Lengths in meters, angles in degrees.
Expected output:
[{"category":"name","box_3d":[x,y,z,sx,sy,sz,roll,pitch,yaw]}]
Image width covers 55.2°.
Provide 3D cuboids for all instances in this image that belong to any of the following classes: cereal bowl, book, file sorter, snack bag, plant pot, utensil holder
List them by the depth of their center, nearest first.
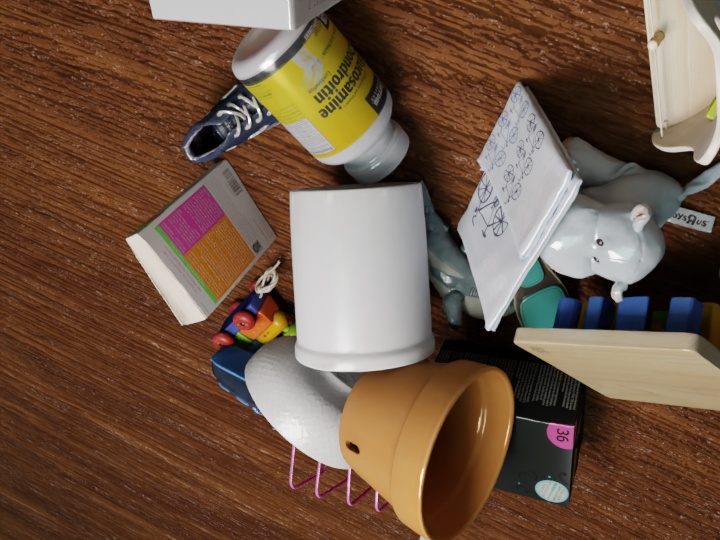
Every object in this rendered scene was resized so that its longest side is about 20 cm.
[{"category":"snack bag","box_3d":[0.151,-0.068,0.723,0.021,0.189,0.201,10,129,-15]},{"category":"plant pot","box_3d":[0.069,0.189,0.796,0.140,0.200,0.201,15,131,37]},{"category":"utensil holder","box_3d":[0.000,0.000,0.818,0.169,0.170,0.201,1,101,26]},{"category":"cereal bowl","box_3d":[-0.047,0.155,0.899,0.200,0.200,0.083,40,102,-5]},{"category":"book","box_3d":[-0.199,-0.044,0.903,0.048,0.200,0.134,-16,115,35]},{"category":"file sorter","box_3d":[0.008,0.283,1.048,0.199,0.139,0.126,6,91,23]}]

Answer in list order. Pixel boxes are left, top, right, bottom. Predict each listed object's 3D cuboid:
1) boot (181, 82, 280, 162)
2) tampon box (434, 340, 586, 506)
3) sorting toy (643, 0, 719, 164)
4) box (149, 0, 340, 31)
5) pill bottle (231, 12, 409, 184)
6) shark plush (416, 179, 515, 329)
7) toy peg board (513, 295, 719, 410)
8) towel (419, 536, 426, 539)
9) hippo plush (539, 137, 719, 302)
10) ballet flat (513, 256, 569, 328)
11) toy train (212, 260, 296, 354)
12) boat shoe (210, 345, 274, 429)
[{"category":"boot","box_3d":[-0.130,-0.193,0.832,0.200,0.090,0.073,-28,108,38]},{"category":"tampon box","box_3d":[0.194,0.201,0.931,0.199,0.126,0.151,7,126,23]},{"category":"sorting toy","box_3d":[0.285,-0.179,0.571,0.106,0.180,0.201,-3,122,29]},{"category":"box","box_3d":[-0.089,-0.312,0.651,0.152,0.200,0.107,12,128,20]},{"category":"pill bottle","box_3d":[-0.035,-0.188,0.753,0.112,0.112,0.200,-19,133,36]},{"category":"shark plush","box_3d":[0.122,-0.023,0.873,0.083,0.091,0.201,-27,88,18]},{"category":"toy peg board","box_3d":[0.308,0.069,0.731,0.199,0.098,0.200,29,160,-33]},{"category":"towel","box_3d":[0.130,0.351,1.069,0.034,0.133,0.201,17,130,13]},{"category":"hippo plush","box_3d":[0.256,-0.030,0.707,0.199,0.161,0.160,13,128,18]},{"category":"ballet flat","box_3d":[0.205,0.007,0.829,0.067,0.062,0.200,-20,125,13]},{"category":"toy train","box_3d":[-0.128,0.072,1.038,0.116,0.085,0.200,36,132,-15]},{"category":"boat shoe","box_3d":[-0.133,0.178,1.018,0.200,0.084,0.069,30,134,27]}]
